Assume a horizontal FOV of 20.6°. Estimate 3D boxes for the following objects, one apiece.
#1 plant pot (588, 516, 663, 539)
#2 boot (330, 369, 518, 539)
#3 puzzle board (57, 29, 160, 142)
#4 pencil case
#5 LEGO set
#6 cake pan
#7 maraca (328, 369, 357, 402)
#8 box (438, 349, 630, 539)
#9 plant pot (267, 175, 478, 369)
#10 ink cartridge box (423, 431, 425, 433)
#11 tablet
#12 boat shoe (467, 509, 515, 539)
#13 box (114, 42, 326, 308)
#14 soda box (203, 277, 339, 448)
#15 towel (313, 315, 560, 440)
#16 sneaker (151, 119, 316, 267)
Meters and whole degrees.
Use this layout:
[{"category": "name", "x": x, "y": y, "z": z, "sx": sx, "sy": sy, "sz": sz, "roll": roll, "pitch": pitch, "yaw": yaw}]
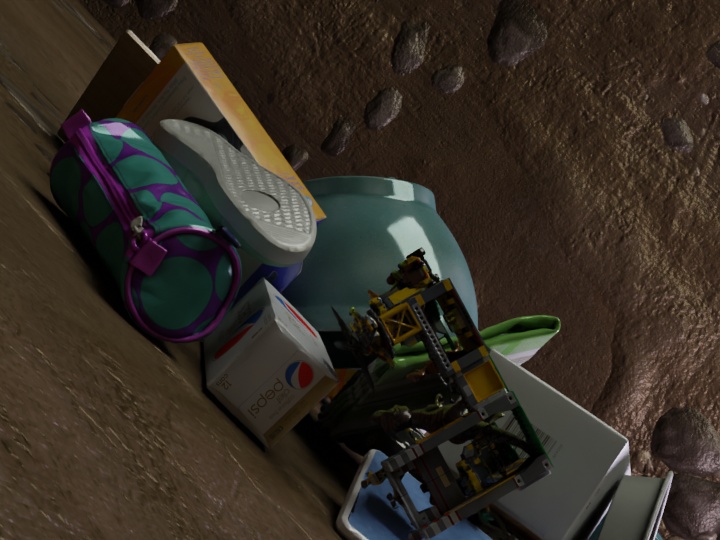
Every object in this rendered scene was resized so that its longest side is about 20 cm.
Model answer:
[{"category": "plant pot", "x": 0.230, "y": 0.307, "z": 1.681, "sx": 0.200, "sy": 0.141, "sz": 0.141, "roll": 53, "pitch": 3, "yaw": 7}, {"category": "boot", "x": 0.059, "y": 0.172, "z": 1.702, "sx": 0.200, "sy": 0.073, "sz": 0.182, "roll": 39, "pitch": 16, "yaw": -5}, {"category": "puzzle board", "x": -0.166, "y": -0.097, "z": 1.749, "sx": 0.200, "sy": 0.151, "sz": 0.017, "roll": 45, "pitch": 42, "yaw": 2}, {"category": "pencil case", "x": -0.150, "y": -0.033, "z": 1.356, "sx": 0.093, "sy": 0.085, "sz": 0.200, "roll": 54, "pitch": -4, "yaw": -36}, {"category": "LEGO set", "x": 0.035, "y": 0.099, "z": 1.347, "sx": 0.201, "sy": 0.115, "sz": 0.154, "roll": 63, "pitch": -10, "yaw": -7}, {"category": "cake pan", "x": 0.190, "y": 0.242, "z": 1.501, "sx": 0.037, "sy": 0.201, "sz": 0.200, "roll": 19, "pitch": -4, "yaw": 12}, {"category": "maraca", "x": 0.002, "y": 0.062, "z": 1.855, "sx": 0.137, "sy": 0.106, "sz": 0.201, "roll": 118, "pitch": -42, "yaw": -51}, {"category": "box", "x": 0.131, "y": 0.150, "z": 1.523, "sx": 0.124, "sy": 0.098, "sz": 0.200, "roll": 34, "pitch": -6, "yaw": 15}, {"category": "plant pot", "x": 0.000, "y": 0.000, "z": 1.599, "sx": 0.199, "sy": 0.135, "sz": 0.200, "roll": 2, "pitch": -10, "yaw": 0}, {"category": "ink cartridge box", "x": 0.018, "y": 0.061, "z": 2.039, "sx": 0.146, "sy": 0.147, "sz": 0.200, "roll": 46, "pitch": 1, "yaw": 36}, {"category": "tablet", "x": 0.072, "y": 0.207, "z": 1.342, "sx": 0.200, "sy": 0.014, "sz": 0.130, "roll": 39, "pitch": 21, "yaw": -3}, {"category": "boat shoe", "x": 0.090, "y": 0.217, "z": 1.453, "sx": 0.074, "sy": 0.068, "sz": 0.199, "roll": 45, "pitch": 2, "yaw": 3}, {"category": "box", "x": -0.111, "y": -0.062, "z": 1.529, "sx": 0.200, "sy": 0.119, "sz": 0.041, "roll": 54, "pitch": 34, "yaw": 13}, {"category": "soda box", "x": -0.066, "y": 0.062, "z": 1.392, "sx": 0.064, "sy": 0.068, "sz": 0.200, "roll": 45, "pitch": 2, "yaw": -8}, {"category": "towel", "x": 0.056, "y": 0.079, "z": 1.540, "sx": 0.200, "sy": 0.148, "sz": 0.031, "roll": 130, "pitch": -55, "yaw": -64}, {"category": "sneaker", "x": -0.103, "y": -0.019, "z": 1.440, "sx": 0.073, "sy": 0.119, "sz": 0.200, "roll": 5, "pitch": 22, "yaw": -35}]
